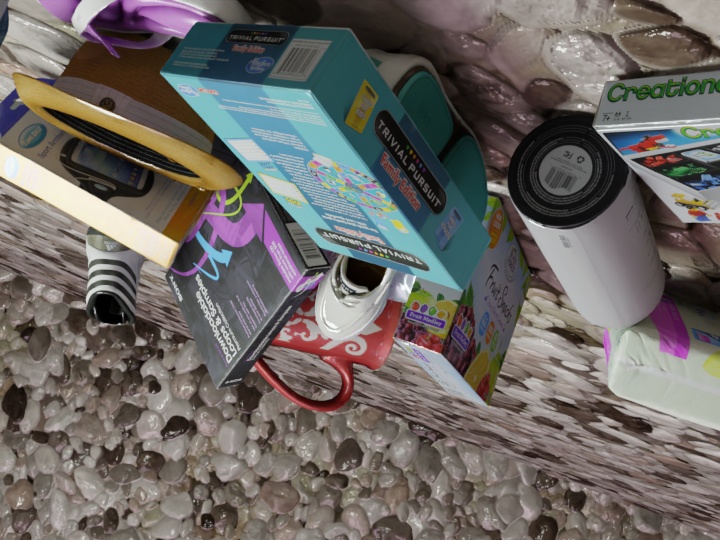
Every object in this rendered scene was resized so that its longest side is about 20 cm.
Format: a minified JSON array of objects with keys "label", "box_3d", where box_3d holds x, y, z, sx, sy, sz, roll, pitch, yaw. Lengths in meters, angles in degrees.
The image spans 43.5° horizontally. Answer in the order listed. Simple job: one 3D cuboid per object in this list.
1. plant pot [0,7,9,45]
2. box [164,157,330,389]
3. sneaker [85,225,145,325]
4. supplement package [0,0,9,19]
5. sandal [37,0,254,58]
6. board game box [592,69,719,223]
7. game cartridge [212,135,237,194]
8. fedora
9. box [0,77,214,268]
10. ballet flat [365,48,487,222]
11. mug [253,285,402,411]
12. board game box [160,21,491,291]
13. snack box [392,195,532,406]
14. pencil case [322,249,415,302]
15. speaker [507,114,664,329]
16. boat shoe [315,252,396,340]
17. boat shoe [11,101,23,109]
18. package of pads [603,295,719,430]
[{"label":"plant pot","box_3d":[-0.319,-0.186,0.605,0.132,0.204,0.200,-15,165,-2]},{"label":"box","box_3d":[-0.117,0.002,0.884,0.036,0.144,0.201,-8,148,-42]},{"label":"sneaker","box_3d":[-0.256,-0.006,0.938,0.074,0.118,0.200,10,-178,-7]},{"label":"supplement package","box_3d":[-0.273,-0.227,0.478,0.197,0.112,0.113,25,166,-18]},{"label":"sandal","box_3d":[-0.166,-0.178,0.636,0.199,0.051,0.082,13,164,30]},{"label":"board game box","box_3d":[0.243,-0.064,0.489,0.198,0.035,0.125,6,161,47]},{"label":"game cartridge","box_3d":[-0.208,-0.126,0.935,0.196,0.041,0.133,22,170,0]},{"label":"fedora","box_3d":[-0.177,-0.135,0.729,0.197,0.083,0.201,22,174,3]},{"label":"box","box_3d":[-0.234,-0.097,0.821,0.197,0.120,0.042,28,131,-6]},{"label":"ballet flat","box_3d":[0.043,-0.092,0.651,0.068,0.071,0.200,13,160,27]},{"label":"mug","box_3d":[-0.065,0.048,1.006,0.196,0.181,0.134,12,145,-18]},{"label":"board game box","box_3d":[-0.019,-0.075,0.601,0.149,0.047,0.200,18,159,43]},{"label":"snack box","box_3d":[0.102,0.031,0.838,0.052,0.145,0.200,15,166,24]},{"label":"pencil case","box_3d":[0.007,-0.024,0.899,0.197,0.093,0.083,15,-171,29]},{"label":"speaker","box_3d":[0.169,-0.026,0.651,0.080,0.083,0.200,13,165,29]},{"label":"boat shoe","box_3d":[0.000,0.000,0.813,0.071,0.070,0.201,43,131,9]},{"label":"boat shoe","box_3d":[-0.278,-0.104,0.901,0.197,0.071,0.072,20,162,-6]},{"label":"package of pads","box_3d":[0.310,0.084,0.773,0.196,0.070,0.154,18,-165,9]}]
